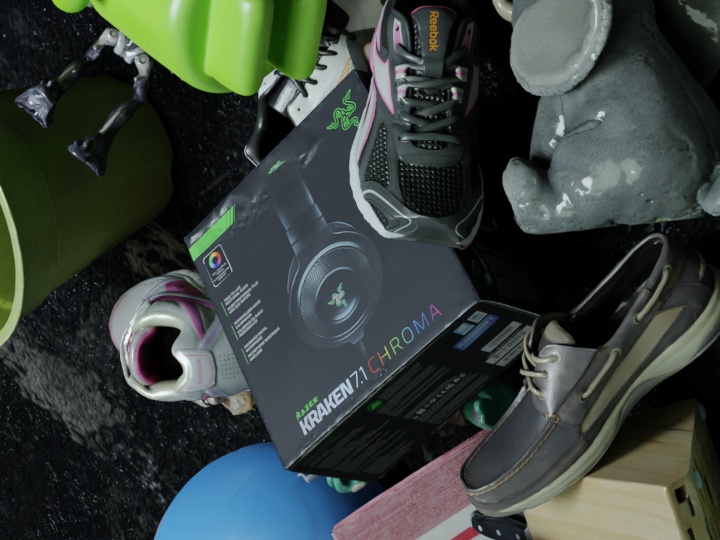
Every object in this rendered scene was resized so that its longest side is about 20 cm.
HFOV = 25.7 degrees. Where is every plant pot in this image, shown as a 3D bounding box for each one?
[{"bbox_3d":[-0.249,-0.065,1.208,0.199,0.189,0.202,21,123,36],"label":"plant pot"}]

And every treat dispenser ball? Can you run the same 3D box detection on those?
[{"bbox_3d":[-0.057,0.227,1.161,0.200,0.200,0.203,21,124,35],"label":"treat dispenser ball"}]

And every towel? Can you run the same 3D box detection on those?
[{"bbox_3d":[0.088,0.223,1.079,0.201,0.143,0.023,59,176,-4],"label":"towel"}]

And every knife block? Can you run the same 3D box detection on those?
[{"bbox_3d":[0.133,0.143,0.964,0.174,0.200,0.064,-19,99,17],"label":"knife block"}]

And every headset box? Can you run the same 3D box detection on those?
[{"bbox_3d":[0.000,0.000,0.996,0.174,0.092,0.201,-42,56,24],"label":"headset box"}]

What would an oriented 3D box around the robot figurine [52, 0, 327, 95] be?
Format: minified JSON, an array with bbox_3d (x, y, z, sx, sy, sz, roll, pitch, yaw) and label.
[{"bbox_3d":[-0.107,-0.189,0.990,0.200,0.175,0.116,40,137,34],"label":"robot figurine"}]

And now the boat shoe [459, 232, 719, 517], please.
[{"bbox_3d":[0.125,0.055,0.923,0.073,0.200,0.074,45,179,-25],"label":"boat shoe"}]

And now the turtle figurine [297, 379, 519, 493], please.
[{"bbox_3d":[0.029,0.072,1.075,0.199,0.100,0.151,-15,76,45],"label":"turtle figurine"}]

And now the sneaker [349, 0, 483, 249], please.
[{"bbox_3d":[0.034,-0.108,0.911,0.087,0.080,0.201,99,169,-54],"label":"sneaker"}]

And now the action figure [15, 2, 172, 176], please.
[{"bbox_3d":[-0.153,-0.172,1.117,0.119,0.200,0.102,41,178,-13],"label":"action figure"}]

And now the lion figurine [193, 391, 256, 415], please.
[{"bbox_3d":[-0.083,0.016,1.188,0.122,0.072,0.202,20,110,59],"label":"lion figurine"}]

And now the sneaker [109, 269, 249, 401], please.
[{"bbox_3d":[-0.137,0.047,1.128,0.199,0.088,0.082,5,101,55],"label":"sneaker"}]

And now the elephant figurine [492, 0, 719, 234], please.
[{"bbox_3d":[0.131,-0.125,0.871,0.154,0.141,0.202,-6,91,15],"label":"elephant figurine"}]

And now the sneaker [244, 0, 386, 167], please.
[{"bbox_3d":[-0.019,-0.137,1.034,0.074,0.080,0.201,39,131,26],"label":"sneaker"}]
